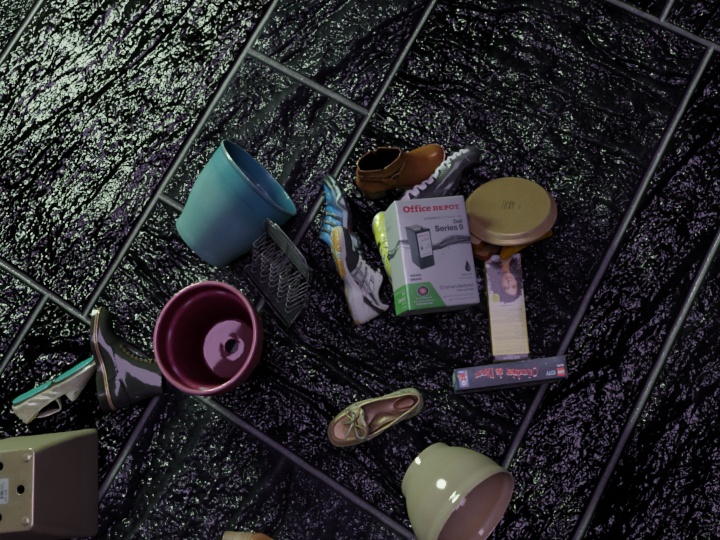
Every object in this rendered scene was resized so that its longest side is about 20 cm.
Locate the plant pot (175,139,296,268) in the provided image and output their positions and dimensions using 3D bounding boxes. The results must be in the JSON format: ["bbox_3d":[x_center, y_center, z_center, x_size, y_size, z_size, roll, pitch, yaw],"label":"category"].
[{"bbox_3d":[-0.257,-0.116,1.376,0.188,0.200,0.201,-45,76,10],"label":"plant pot"}]

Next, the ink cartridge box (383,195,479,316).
[{"bbox_3d":[0.129,-0.027,1.289,0.142,0.084,0.206,-5,80,-13],"label":"ink cartridge box"}]

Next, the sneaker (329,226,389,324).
[{"bbox_3d":[0.000,0.000,1.344,0.085,0.076,0.205,-19,115,-6],"label":"sneaker"}]

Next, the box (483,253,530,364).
[{"bbox_3d":[0.280,0.074,1.335,0.073,0.050,0.206,-5,77,6],"label":"box"}]

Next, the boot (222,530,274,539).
[{"bbox_3d":[-0.195,0.588,1.264,0.150,0.074,0.206,11,84,2],"label":"boot"}]

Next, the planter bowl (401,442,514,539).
[{"bbox_3d":[0.156,0.392,1.220,0.201,0.201,0.134,-48,49,-6],"label":"planter bowl"}]

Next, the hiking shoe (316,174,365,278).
[{"bbox_3d":[-0.055,-0.095,1.398,0.084,0.075,0.205,-18,76,1],"label":"hiking shoe"}]

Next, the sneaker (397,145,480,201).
[{"bbox_3d":[0.173,-0.162,1.391,0.198,0.067,0.091,-38,72,1],"label":"sneaker"}]

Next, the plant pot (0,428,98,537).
[{"bbox_3d":[-0.622,0.408,1.297,0.194,0.177,0.206,-6,76,4],"label":"plant pot"}]

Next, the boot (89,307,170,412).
[{"bbox_3d":[-0.460,0.167,1.394,0.134,0.077,0.206,-11,87,-3],"label":"boot"}]

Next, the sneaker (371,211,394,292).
[{"bbox_3d":[0.077,-0.027,1.367,0.074,0.077,0.205,-22,76,1],"label":"sneaker"}]

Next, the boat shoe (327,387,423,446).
[{"bbox_3d":[0.025,0.273,1.312,0.196,0.063,0.075,-26,76,1],"label":"boat shoe"}]

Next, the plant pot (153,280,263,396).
[{"bbox_3d":[-0.268,0.138,1.316,0.194,0.179,0.206,-1,76,6],"label":"plant pot"}]

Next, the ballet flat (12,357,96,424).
[{"bbox_3d":[-0.604,0.244,1.401,0.196,0.068,0.063,-28,104,3],"label":"ballet flat"}]

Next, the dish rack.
[{"bbox_3d":[-0.156,0.002,1.332,0.054,0.201,0.154,-35,73,-27],"label":"dish rack"}]

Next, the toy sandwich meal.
[{"bbox_3d":[0.283,-0.098,1.350,0.199,0.071,0.209,-7,46,7],"label":"toy sandwich meal"}]

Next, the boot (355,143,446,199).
[{"bbox_3d":[0.079,-0.217,1.369,0.195,0.155,0.079,-20,75,1],"label":"boot"}]

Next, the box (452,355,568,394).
[{"bbox_3d":[0.267,0.192,1.265,0.194,0.137,0.039,-8,76,4],"label":"box"}]
